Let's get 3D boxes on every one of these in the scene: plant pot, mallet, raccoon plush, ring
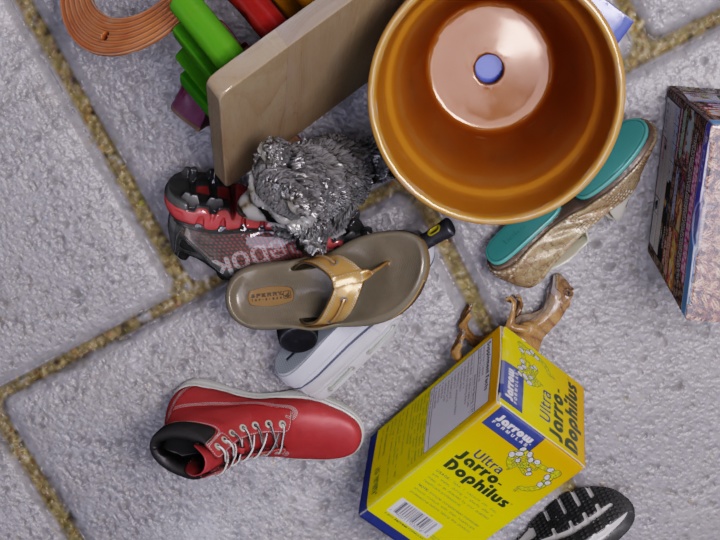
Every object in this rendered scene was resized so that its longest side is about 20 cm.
[{"bbox_3d":[0.111,-0.158,1.040,0.197,0.183,0.203,1,107,5],"label":"plant pot"},{"bbox_3d":[0.000,0.000,1.161,0.199,0.066,0.041,-35,132,16],"label":"mallet"},{"bbox_3d":[-0.023,-0.102,1.063,0.097,0.134,0.200,41,76,5],"label":"raccoon plush"},{"bbox_3d":[-0.180,-0.272,1.074,0.200,0.202,0.019,-39,144,14],"label":"ring"}]

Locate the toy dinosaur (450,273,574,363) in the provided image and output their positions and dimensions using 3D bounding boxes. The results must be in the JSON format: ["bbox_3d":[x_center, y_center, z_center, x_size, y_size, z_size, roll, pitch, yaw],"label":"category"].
[{"bbox_3d":[0.135,0.090,1.204,0.105,0.060,0.202,27,107,-6],"label":"toy dinosaur"}]

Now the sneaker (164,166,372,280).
[{"bbox_3d":[-0.091,-0.033,1.180,0.198,0.071,0.099,9,126,-11],"label":"sneaker"}]

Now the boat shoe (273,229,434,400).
[{"bbox_3d":[0.004,0.044,1.204,0.200,0.074,0.067,-41,127,15],"label":"boat shoe"}]

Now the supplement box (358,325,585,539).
[{"bbox_3d":[0.104,0.169,1.170,0.109,0.109,0.200,36,123,-17],"label":"supplement box"}]

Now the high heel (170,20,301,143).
[{"bbox_3d":[-0.077,-0.139,1.143,0.198,0.068,0.097,31,117,-2],"label":"high heel"}]

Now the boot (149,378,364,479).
[{"bbox_3d":[-0.096,0.167,1.199,0.197,0.144,0.073,8,107,1],"label":"boot"}]

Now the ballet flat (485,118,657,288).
[{"bbox_3d":[0.204,-0.058,1.162,0.200,0.071,0.065,-41,127,17],"label":"ballet flat"}]

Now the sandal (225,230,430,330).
[{"bbox_3d":[-0.034,0.014,1.112,0.197,0.054,0.082,-9,87,15],"label":"sandal"}]

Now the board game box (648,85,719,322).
[{"bbox_3d":[0.318,-0.061,1.073,0.095,0.200,0.162,4,108,3],"label":"board game box"}]

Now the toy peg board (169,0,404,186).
[{"bbox_3d":[-0.066,-0.196,1.043,0.198,0.200,0.098,-39,81,-14],"label":"toy peg board"}]

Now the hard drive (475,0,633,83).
[{"bbox_3d":[0.135,-0.183,1.140,0.131,0.025,0.201,34,106,-6],"label":"hard drive"}]

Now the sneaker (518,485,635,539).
[{"bbox_3d":[0.199,0.293,1.264,0.199,0.074,0.080,-39,115,18],"label":"sneaker"}]
